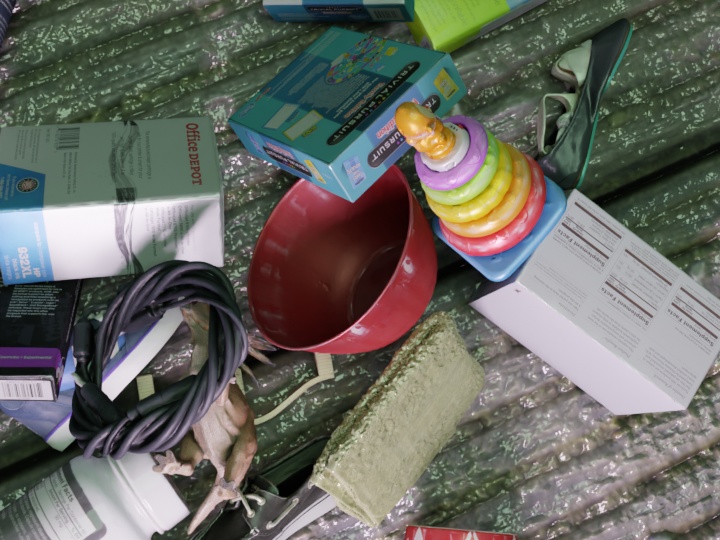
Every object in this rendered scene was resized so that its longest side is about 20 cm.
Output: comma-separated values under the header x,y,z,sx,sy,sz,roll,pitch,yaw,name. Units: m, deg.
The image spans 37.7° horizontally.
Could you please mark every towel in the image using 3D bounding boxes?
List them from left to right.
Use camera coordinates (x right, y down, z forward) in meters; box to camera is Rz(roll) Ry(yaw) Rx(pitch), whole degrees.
x,y,z,sx,sy,sz,roll,pitch,yaw,name
0.039,0.144,1.006,0.036,0.149,0.201,31,76,35,towel

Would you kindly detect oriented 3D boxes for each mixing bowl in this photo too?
x,y,z,sx,sy,sz,roll,pitch,yaw,name
0.000,0.000,1.001,0.108,0.199,0.202,33,76,-41,mixing bowl

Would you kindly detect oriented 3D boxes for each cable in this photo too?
x,y,z,sx,sy,sz,roll,pitch,yaw,name
-0.175,0.074,0.876,0.051,0.198,0.165,40,48,-44,cable

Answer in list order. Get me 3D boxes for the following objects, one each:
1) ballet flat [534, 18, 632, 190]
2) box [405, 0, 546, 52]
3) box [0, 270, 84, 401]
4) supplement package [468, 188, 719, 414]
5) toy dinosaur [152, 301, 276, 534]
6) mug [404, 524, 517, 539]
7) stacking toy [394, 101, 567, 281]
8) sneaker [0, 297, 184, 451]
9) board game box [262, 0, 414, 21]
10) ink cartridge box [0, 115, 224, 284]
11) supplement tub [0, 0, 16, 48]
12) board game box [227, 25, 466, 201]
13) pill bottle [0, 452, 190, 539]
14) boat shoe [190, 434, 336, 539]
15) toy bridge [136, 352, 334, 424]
x,y,z,sx,sy,sz,roll,pitch,yaw,name
0.228,-0.185,1.111,0.072,0.073,0.202,21,82,-6,ballet flat
0.130,-0.322,1.121,0.198,0.048,0.123,-29,88,-11,box
-0.325,0.032,0.937,0.141,0.036,0.201,1,42,-5,box
0.231,0.038,1.035,0.199,0.156,0.111,37,76,-3,supplement package
-0.123,0.127,0.944,0.085,0.135,0.203,-2,98,14,toy dinosaur
0.097,0.350,1.005,0.132,0.177,0.203,-3,76,27,mug
0.086,-0.091,0.920,0.110,0.200,0.116,-49,48,2,stacking toy
-0.267,0.052,0.985,0.146,0.081,0.200,43,83,-6,sneaker
-0.013,-0.357,1.074,0.149,0.047,0.203,3,81,16,board game box
-0.229,-0.069,0.972,0.197,0.146,0.085,-5,127,-10,ink cartridge box
-0.395,-0.249,0.974,0.139,0.140,0.203,16,80,-7,supplement tub
-0.018,-0.155,1.000,0.151,0.199,0.047,-44,127,-12,board game box
-0.259,0.239,0.945,0.199,0.113,0.114,-35,89,-12,pill bottle
-0.095,0.218,0.970,0.199,0.070,0.064,-32,129,-36,boat shoe
-0.122,0.120,1.029,0.197,0.027,0.068,-10,85,-11,toy bridge
